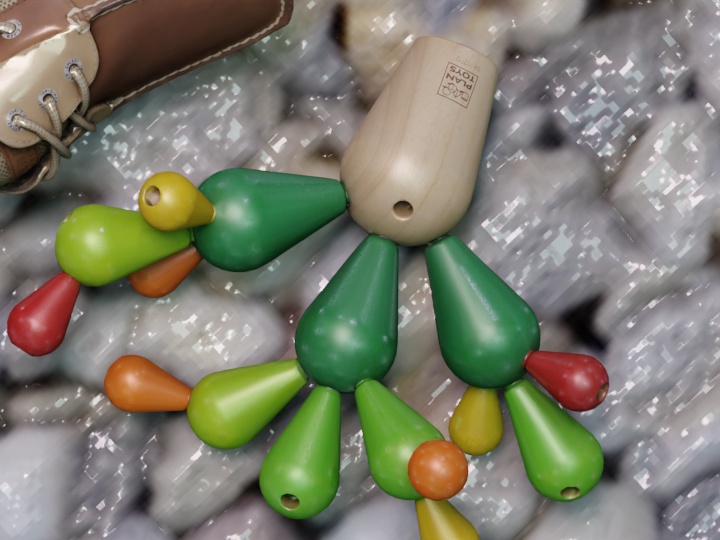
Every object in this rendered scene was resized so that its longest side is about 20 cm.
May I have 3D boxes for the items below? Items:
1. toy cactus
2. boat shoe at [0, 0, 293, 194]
[{"bbox_3d":[0.000,0.000,0.883,0.199,0.102,0.166,22,79,1],"label":"toy cactus"},{"bbox_3d":[-0.113,-0.057,0.857,0.199,0.076,0.072,-18,58,1],"label":"boat shoe"}]
